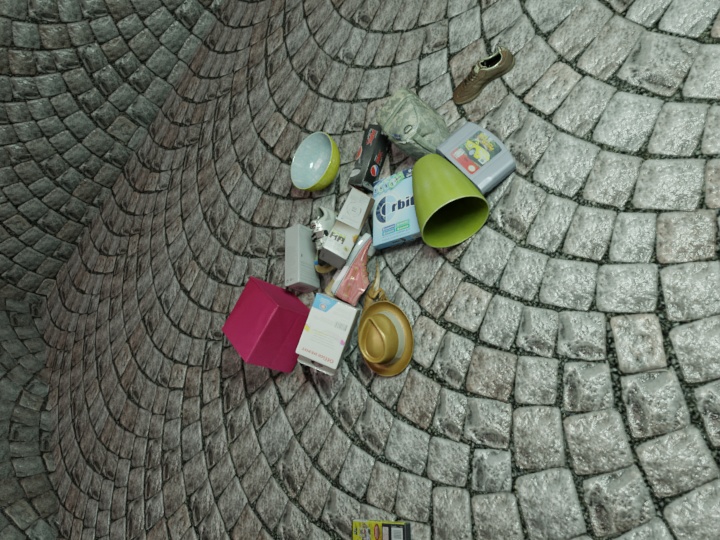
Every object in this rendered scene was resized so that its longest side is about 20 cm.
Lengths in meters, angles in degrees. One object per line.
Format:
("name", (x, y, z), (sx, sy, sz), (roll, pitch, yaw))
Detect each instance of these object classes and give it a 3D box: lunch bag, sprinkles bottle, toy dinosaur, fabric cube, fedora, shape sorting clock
("lunch bag", (0.158, -0.389, 1.532), (0.140, 0.198, 0.169), (-48, 48, 20))
("sprinkles bottle", (-0.031, -0.003, 1.661), (0.202, 0.068, 0.068), (-56, 47, 12))
("toy dinosaur", (0.040, 0.065, 1.578), (0.105, 0.060, 0.204), (15, 86, 46))
("fabric cube", (-0.284, 0.173, 1.744), (0.195, 0.198, 0.202), (36, 98, 44))
("fedora", (0.051, 0.186, 1.482), (0.197, 0.081, 0.206), (-1, 88, 35))
("shape sorting clock", (-0.078, -0.080, 1.728), (0.199, 0.039, 0.203), (-38, 38, 36))

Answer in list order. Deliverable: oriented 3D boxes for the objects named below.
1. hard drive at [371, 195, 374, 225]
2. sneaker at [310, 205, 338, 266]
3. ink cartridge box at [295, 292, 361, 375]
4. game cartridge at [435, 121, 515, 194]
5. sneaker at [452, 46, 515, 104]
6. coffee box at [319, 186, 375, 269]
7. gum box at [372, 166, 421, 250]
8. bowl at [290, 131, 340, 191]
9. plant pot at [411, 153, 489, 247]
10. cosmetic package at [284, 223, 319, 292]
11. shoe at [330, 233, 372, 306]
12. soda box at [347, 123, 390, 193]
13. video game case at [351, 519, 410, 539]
("hard drive", (0.116, -0.191, 1.615), (0.197, 0.037, 0.143), (-25, 60, 34))
("sneaker", (-0.124, -0.109, 1.700), (0.073, 0.088, 0.204), (-29, 45, 40))
("ink cartridge box", (-0.094, 0.184, 1.582), (0.126, 0.125, 0.204), (21, 90, 7))
("game cartridge", (0.306, -0.302, 1.441), (0.132, 0.041, 0.201), (-36, 59, -4))
("sneaker", (0.326, -0.545, 1.518), (0.198, 0.075, 0.072), (-33, 55, 29))
("coffee box", (-0.039, -0.119, 1.582), (0.203, 0.078, 0.114), (-64, 3, -17))
("gum box", (0.111, -0.176, 1.557), (0.167, 0.044, 0.205), (-15, 65, 39))
("bowl", (-0.132, -0.350, 1.849), (0.197, 0.107, 0.205), (-16, 66, 38))
("plant pot", (0.209, -0.197, 1.425), (0.186, 0.185, 0.203), (-39, 52, 25))
("cosmetic package", (-0.191, -0.040, 1.801), (0.073, 0.101, 0.205), (-17, 65, 36))
("shoe", (0.000, 0.000, 1.577), (0.090, 0.071, 0.203), (31, 95, 7))
("soda box", (0.033, -0.353, 1.730), (0.070, 0.063, 0.204), (18, 87, 44))
("video game case", (0.050, 0.730, 1.358), (0.178, 0.025, 0.205), (-16, 66, 38))
